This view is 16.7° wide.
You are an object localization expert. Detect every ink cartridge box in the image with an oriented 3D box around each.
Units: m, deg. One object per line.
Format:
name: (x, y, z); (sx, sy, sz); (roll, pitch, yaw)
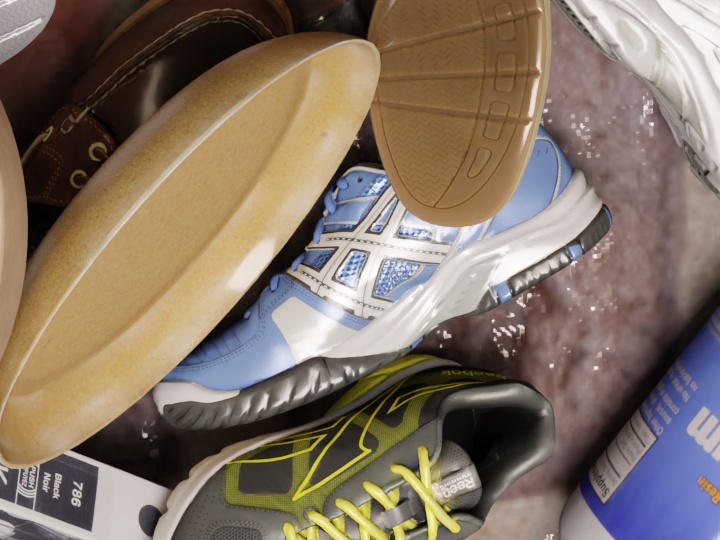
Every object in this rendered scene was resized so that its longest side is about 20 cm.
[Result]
ink cartridge box: (-0.138, 0.100, 0.962); (0.199, 0.039, 0.099); (24, 146, -38)

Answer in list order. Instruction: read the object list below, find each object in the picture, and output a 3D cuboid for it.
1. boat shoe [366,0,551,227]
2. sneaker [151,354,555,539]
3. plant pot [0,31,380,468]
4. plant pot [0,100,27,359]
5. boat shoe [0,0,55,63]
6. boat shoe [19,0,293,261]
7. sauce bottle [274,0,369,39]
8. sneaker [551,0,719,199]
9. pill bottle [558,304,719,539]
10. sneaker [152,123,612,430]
boat shoe: (0.044, -0.118, 0.946); (0.071, 0.065, 0.201); (4, 98, 15)
sneaker: (-0.002, 0.088, 0.967); (0.200, 0.084, 0.075); (-38, 110, -38)
plant pot: (-0.069, -0.012, 0.882); (0.027, 0.200, 0.200); (40, 101, 10)
plant pot: (-0.197, -0.006, 0.838); (0.200, 0.093, 0.202); (-2, 82, 15)
boat shoe: (-0.214, -0.101, 0.927); (0.199, 0.071, 0.072); (-14, 129, 1)
boat shoe: (-0.099, -0.029, 0.944); (0.070, 0.070, 0.200); (37, 116, -16)
sauce bottle: (-0.044, -0.151, 0.940); (0.066, 0.066, 0.201); (-30, 111, 3)
sneaker: (0.160, -0.087, 0.984); (0.099, 0.078, 0.200); (-41, 110, 3)
pill bottle: (0.154, 0.101, 1.027); (0.112, 0.112, 0.200); (33, 101, -17)
sneaker: (0.000, 0.000, 1.001); (0.199, 0.076, 0.077); (-30, 93, 0)
